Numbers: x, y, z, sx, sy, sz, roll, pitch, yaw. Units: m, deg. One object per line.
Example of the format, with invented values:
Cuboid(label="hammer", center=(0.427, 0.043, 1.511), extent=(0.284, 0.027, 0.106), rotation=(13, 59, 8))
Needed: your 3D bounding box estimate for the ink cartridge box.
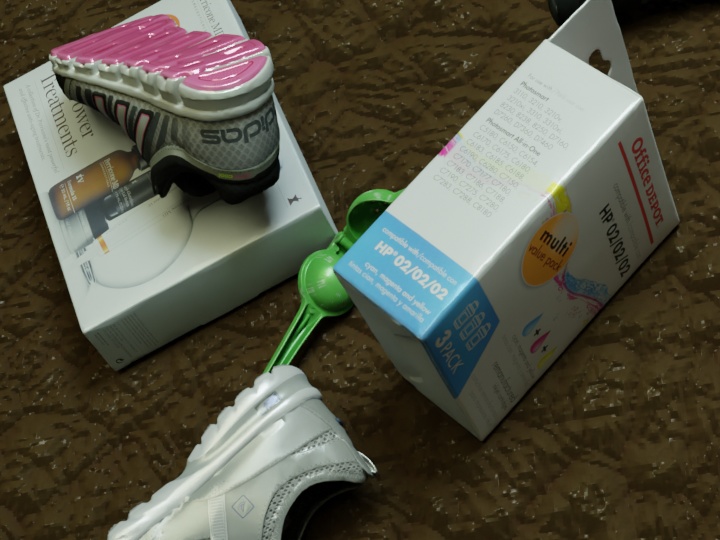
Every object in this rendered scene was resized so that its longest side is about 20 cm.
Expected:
Cuboid(label="ink cartridge box", center=(0.090, -0.028, 0.842), extent=(0.068, 0.115, 0.200), rotation=(36, 78, 34))

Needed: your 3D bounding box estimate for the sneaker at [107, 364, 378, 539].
Cuboid(label="sneaker", center=(-0.074, 0.144, 0.830), extent=(0.082, 0.075, 0.201), rotation=(39, 89, 18))

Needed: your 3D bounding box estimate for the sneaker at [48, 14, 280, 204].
Cuboid(label="sneaker", center=(-0.106, -0.084, 0.920), extent=(0.073, 0.088, 0.199), rotation=(-27, 28, -30))

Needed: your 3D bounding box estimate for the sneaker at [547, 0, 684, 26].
Cuboid(label="sneaker", center=(0.198, -0.184, 0.922), extent=(0.199, 0.076, 0.088), rotation=(-34, 60, -1))

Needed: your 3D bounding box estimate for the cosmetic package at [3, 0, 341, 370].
Cuboid(label="cosmetic package", center=(-0.113, -0.062, 0.984), extent=(0.149, 0.052, 0.201), rotation=(-27, 55, 1))

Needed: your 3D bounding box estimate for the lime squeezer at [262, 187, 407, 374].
Cuboid(label="lime squeezer", center=(0.000, 0.000, 0.900), extent=(0.200, 0.038, 0.071), rotation=(-48, 35, 9))
